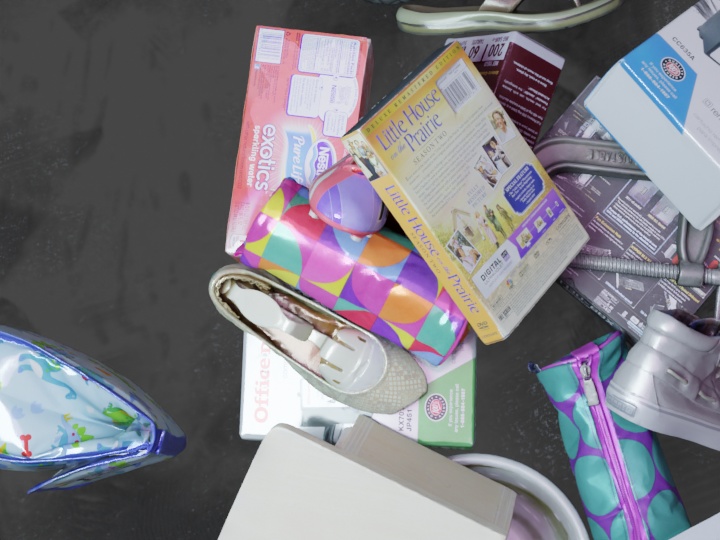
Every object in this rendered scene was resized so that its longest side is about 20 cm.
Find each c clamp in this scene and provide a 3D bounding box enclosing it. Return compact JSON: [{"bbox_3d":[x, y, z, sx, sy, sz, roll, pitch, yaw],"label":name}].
[{"bbox_3d":[0.219,-0.028,1.303,0.200,0.027,0.171,12,84,4],"label":"c clamp"}]

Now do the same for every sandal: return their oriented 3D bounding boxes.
[{"bbox_3d":[0.131,-0.236,1.355,0.201,0.080,0.057,-1,100,5],"label":"sandal"}]

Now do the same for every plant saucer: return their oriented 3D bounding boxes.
[{"bbox_3d":[0.097,0.255,1.317,0.200,0.050,0.200,0,84,4],"label":"plant saucer"}]

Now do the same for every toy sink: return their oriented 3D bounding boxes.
[{"bbox_3d":[0.005,0.201,1.235,0.200,0.112,0.130,25,105,4],"label":"toy sink"}]

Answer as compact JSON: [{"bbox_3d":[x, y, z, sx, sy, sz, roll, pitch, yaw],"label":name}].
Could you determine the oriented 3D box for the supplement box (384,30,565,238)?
[{"bbox_3d":[0.091,-0.099,1.323,0.061,0.109,0.200,23,82,-29],"label":"supplement box"}]

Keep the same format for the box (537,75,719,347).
[{"bbox_3d":[0.227,-0.045,1.344,0.200,0.050,0.158,40,87,7],"label":"box"}]

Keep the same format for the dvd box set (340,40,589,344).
[{"bbox_3d":[0.086,-0.063,1.217,0.200,0.029,0.146,54,50,-13],"label":"dvd box set"}]

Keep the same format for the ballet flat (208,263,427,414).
[{"bbox_3d":[-0.040,0.059,1.260,0.200,0.062,0.067,28,90,8],"label":"ballet flat"}]

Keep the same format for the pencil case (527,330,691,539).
[{"bbox_3d":[0.213,0.157,1.298,0.085,0.092,0.200,-21,81,11],"label":"pencil case"}]

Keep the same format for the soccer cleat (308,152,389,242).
[{"bbox_3d":[0.013,-0.084,1.235,0.067,0.200,0.076,30,115,7],"label":"soccer cleat"}]

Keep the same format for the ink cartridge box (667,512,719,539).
[{"bbox_3d":[0.272,0.295,1.249,0.136,0.200,0.076,-28,48,1],"label":"ink cartridge box"}]

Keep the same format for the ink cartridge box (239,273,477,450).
[{"bbox_3d":[0.000,0.078,1.328,0.200,0.083,0.147,1,83,5],"label":"ink cartridge box"}]

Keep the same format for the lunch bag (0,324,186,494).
[{"bbox_3d":[-0.252,0.122,1.297,0.200,0.170,0.127,12,84,4],"label":"lunch bag"}]

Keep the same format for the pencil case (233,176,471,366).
[{"bbox_3d":[0.000,0.000,1.250,0.200,0.088,0.088,28,86,4],"label":"pencil case"}]

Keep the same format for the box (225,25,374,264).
[{"bbox_3d":[-0.050,-0.101,1.347,0.103,0.095,0.200,6,84,5],"label":"box"}]

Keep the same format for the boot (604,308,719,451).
[{"bbox_3d":[0.279,0.087,1.254,0.074,0.200,0.096,31,99,38],"label":"boot"}]

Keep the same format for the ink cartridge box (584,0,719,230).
[{"bbox_3d":[0.311,-0.153,1.296,0.200,0.086,0.146,-38,81,-25],"label":"ink cartridge box"}]

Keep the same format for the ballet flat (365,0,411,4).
[{"bbox_3d":[0.085,-0.279,1.378,0.200,0.057,0.066,-16,83,2],"label":"ballet flat"}]
